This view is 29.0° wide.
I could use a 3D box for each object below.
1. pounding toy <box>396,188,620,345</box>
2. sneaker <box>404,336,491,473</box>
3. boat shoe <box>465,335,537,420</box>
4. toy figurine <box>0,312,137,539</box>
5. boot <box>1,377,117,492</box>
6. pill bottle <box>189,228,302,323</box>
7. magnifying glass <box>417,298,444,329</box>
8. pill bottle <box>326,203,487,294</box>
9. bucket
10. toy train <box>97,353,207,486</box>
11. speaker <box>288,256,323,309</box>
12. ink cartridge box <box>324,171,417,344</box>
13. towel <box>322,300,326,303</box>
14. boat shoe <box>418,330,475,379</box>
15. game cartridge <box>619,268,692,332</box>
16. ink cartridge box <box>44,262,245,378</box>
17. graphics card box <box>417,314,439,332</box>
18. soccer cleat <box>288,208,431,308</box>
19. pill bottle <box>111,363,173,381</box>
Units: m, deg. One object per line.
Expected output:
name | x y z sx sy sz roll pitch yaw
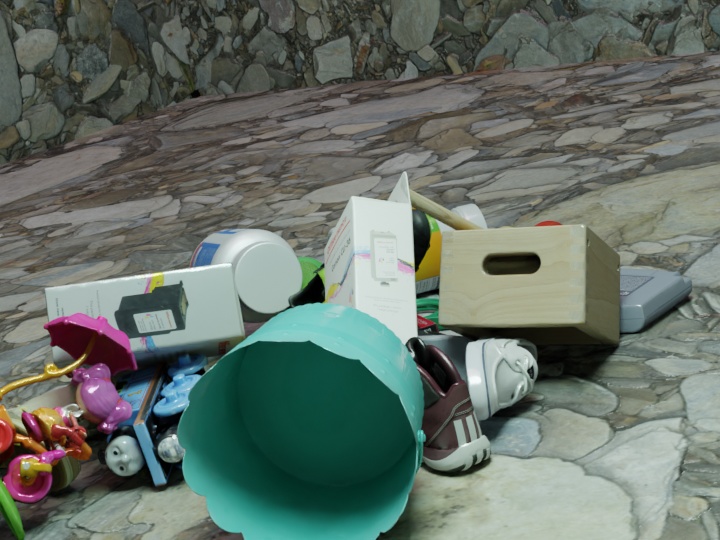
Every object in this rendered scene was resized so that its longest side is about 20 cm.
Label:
pounding toy | 0.158 -0.003 1.475 0.198 0.144 0.184 -1 -11 24
sneaker | 0.042 0.115 1.328 0.075 0.117 0.199 -24 20 -39
boat shoe | 0.143 0.098 1.384 0.065 0.074 0.200 -5 12 12
toy figurine | -0.295 0.126 1.340 0.183 0.201 0.150 -28 -11 -20
boot | -0.310 0.167 1.484 0.154 0.073 0.199 -19 17 -36
pill bottle | -0.136 0.006 1.678 0.111 0.113 0.200 -15 7 -16
magnifying glass | 0.109 0.058 1.674 0.199 0.023 0.079 1 19 44
pill bottle | 0.065 -0.024 1.819 0.198 0.112 0.111 -15 16 -13
bucket | -0.040 0.132 1.183 0.205 0.209 0.135 -7 13 14
toy train | -0.205 0.155 1.435 0.113 0.087 0.200 -19 16 6
speaker | -0.057 0.040 1.728 0.088 0.089 0.200 -14 16 -11
ink cartridge box | 0.007 0.008 1.405 0.067 0.202 0.117 7 -30 -15
towel | -0.081 0.085 1.460 0.086 0.018 0.200 -41 2 36
boat shoe | 0.030 0.089 1.485 0.198 0.071 0.066 -1 2 -12
game cartridge | 0.267 0.033 1.619 0.199 0.041 0.133 4 18 43
ink cartridge box | -0.228 0.055 1.497 0.198 0.084 0.146 -8 -10 -8
graphics card box | -0.021 0.095 1.570 0.198 0.051 0.125 -18 17 -19
soccer cleat | 0.000 0.000 1.543 0.081 0.068 0.200 2 -34 -47
pill bottle | -0.244 0.076 1.679 0.110 0.112 0.200 -11 16 1
